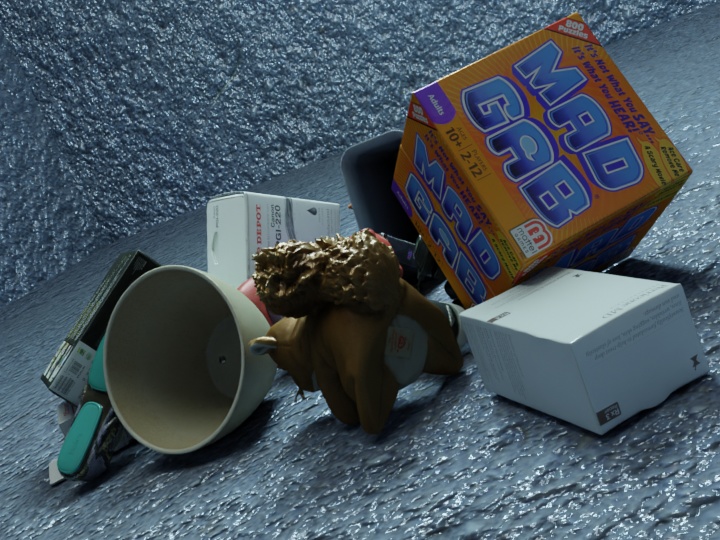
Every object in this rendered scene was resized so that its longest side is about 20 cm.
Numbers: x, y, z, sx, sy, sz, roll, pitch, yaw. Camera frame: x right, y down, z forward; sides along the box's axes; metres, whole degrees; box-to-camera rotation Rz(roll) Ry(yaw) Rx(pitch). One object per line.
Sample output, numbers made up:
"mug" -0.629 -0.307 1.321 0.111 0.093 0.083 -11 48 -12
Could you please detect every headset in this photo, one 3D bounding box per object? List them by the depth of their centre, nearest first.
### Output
"headset" 0.106 -0.003 1.224 0.200 0.123 0.094 -48 8 3

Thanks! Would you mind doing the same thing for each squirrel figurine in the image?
"squirrel figurine" -0.028 0.048 1.053 0.185 0.203 0.141 3 33 47

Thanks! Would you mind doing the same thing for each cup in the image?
"cup" -0.173 0.099 1.216 0.197 0.204 0.143 -18 -11 27

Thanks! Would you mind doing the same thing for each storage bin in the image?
"storage bin" 0.067 -0.096 1.539 0.144 0.204 0.134 -17 2 30

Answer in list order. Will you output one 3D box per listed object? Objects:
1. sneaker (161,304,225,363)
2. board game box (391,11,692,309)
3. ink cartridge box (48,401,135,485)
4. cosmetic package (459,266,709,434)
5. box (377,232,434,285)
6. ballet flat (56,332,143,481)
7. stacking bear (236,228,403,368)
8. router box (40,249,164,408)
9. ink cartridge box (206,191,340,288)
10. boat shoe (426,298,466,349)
"sneaker" -0.194 0.073 1.340 0.086 0.201 0.077 -12 52 5
"board game box" 0.171 -0.091 1.083 0.198 0.202 0.201 -27 -18 -15
"ink cartridge box" -0.322 0.185 1.366 0.198 0.068 0.116 -28 12 -14
"cosmetic package" 0.178 0.059 0.884 0.111 0.082 0.199 -26 11 -18
"box" 0.000 0.000 1.434 0.198 0.037 0.142 -17 -21 39
"ballet flat" -0.297 0.154 1.267 0.072 0.071 0.204 -2 65 61
"stacking bear" -0.038 0.019 1.290 0.198 0.122 0.114 -29 11 38
"router box" -0.330 0.070 1.360 0.202 0.051 0.149 -59 18 -11
"ink cartridge box" -0.119 -0.029 1.515 0.084 0.149 0.198 -6 -6 42
"boat shoe" 0.035 0.056 1.165 0.060 0.077 0.199 13 -14 -34
